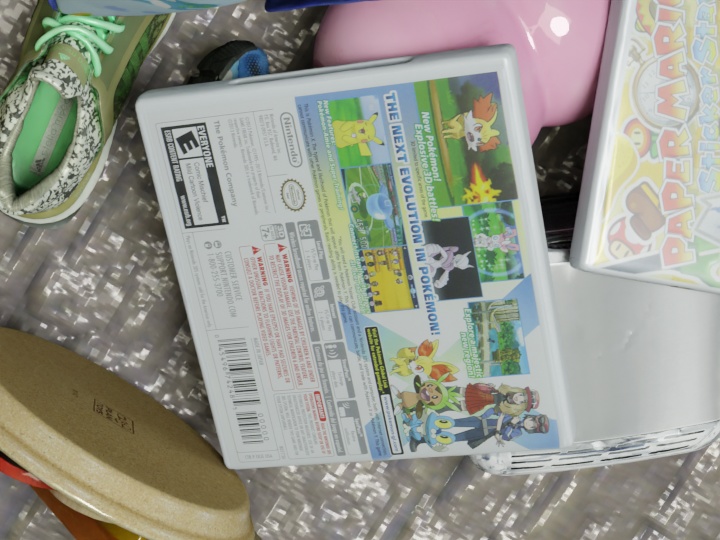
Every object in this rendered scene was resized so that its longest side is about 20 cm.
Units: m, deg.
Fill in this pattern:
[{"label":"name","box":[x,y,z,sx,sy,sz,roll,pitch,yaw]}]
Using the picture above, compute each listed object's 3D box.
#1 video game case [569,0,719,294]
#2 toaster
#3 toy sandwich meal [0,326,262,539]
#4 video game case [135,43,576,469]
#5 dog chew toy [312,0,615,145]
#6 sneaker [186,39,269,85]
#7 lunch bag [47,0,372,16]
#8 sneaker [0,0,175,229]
[{"label":"video game case","box":[0.202,-0.086,0.800,0.180,0.023,0.202,9,92,-14]},{"label":"toaster","box":[0.112,0.027,0.867,0.198,0.114,0.130,-7,106,-8]},{"label":"toy sandwich meal","box":[-0.137,0.102,0.825,0.204,0.205,0.071,32,96,-12]},{"label":"video game case","box":[0.000,0.000,0.796,0.181,0.022,0.202,-5,113,16]},{"label":"dog chew toy","box":[0.078,-0.119,0.830,0.199,0.125,0.125,-27,104,-7]},{"label":"sneaker","box":[-0.040,-0.025,0.868,0.089,0.078,0.202,-15,113,-12]},{"label":"lunch bag","box":[-0.034,-0.181,0.744,0.199,0.170,0.129,-17,103,-27]},{"label":"sneaker","box":[-0.136,-0.109,0.821,0.076,0.089,0.201,17,100,-9]}]
